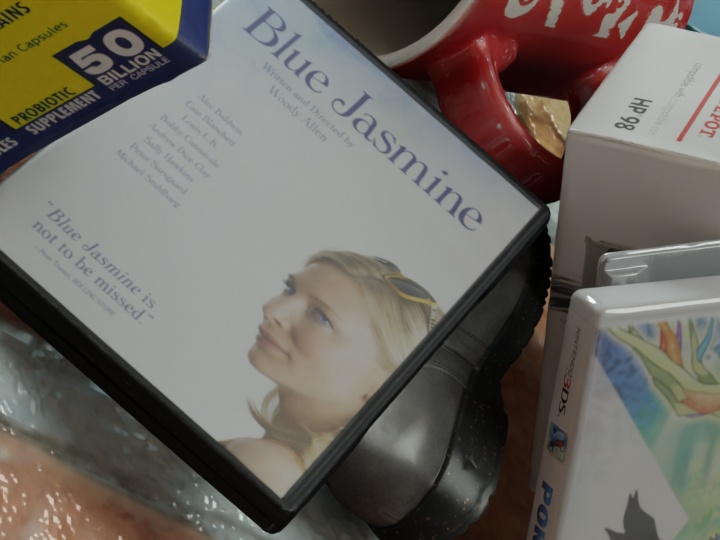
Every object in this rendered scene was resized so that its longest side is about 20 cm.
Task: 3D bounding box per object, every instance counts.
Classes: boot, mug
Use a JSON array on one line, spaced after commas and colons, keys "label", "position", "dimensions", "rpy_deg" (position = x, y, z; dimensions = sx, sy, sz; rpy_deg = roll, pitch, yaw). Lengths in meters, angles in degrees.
[{"label": "boot", "position": [0.000, 0.000, 0.927], "dimensions": [0.132, 0.070, 0.200], "rpy_deg": [40, 32, -21]}, {"label": "mug", "position": [0.049, -0.113, 1.036], "dimensions": [0.200, 0.133, 0.178], "rpy_deg": [6, 86, -59]}]

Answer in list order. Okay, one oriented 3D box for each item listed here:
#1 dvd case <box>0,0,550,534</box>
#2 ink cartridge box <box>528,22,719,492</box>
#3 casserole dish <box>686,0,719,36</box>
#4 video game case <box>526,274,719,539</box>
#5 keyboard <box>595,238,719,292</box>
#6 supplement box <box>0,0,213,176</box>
[{"label": "dvd case", "position": [-0.031, -0.015, 0.857], "dimensions": [0.143, 0.018, 0.200], "rpy_deg": [41, 43, 3]}, {"label": "ink cartridge box", "position": [0.120, -0.018, 0.973], "dimensions": [0.116, 0.067, 0.200], "rpy_deg": [-50, 149, -56]}, {"label": "casserole dish", "position": [0.175, -0.166, 1.271], "dimensions": [0.121, 0.039, 0.200], "rpy_deg": [46, 45, 9]}, {"label": "video game case", "position": [0.151, 0.084, 0.944], "dimensions": [0.200, 0.183, 0.022], "rpy_deg": [-5, 27, -28]}, {"label": "keyboard", "position": [0.105, 0.081, 0.937], "dimensions": [0.056, 0.011, 0.200], "rpy_deg": [-10, 119, -25]}, {"label": "supplement box", "position": [-0.148, -0.131, 0.756], "dimensions": [0.200, 0.109, 0.110], "rpy_deg": [35, 42, -37]}]
